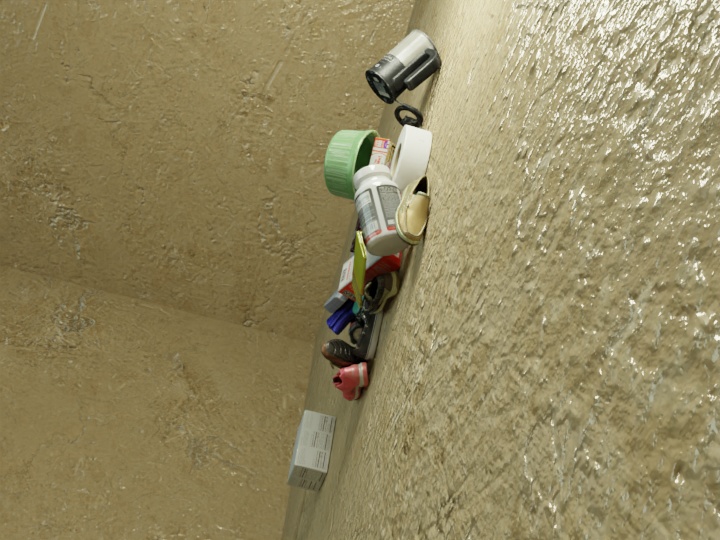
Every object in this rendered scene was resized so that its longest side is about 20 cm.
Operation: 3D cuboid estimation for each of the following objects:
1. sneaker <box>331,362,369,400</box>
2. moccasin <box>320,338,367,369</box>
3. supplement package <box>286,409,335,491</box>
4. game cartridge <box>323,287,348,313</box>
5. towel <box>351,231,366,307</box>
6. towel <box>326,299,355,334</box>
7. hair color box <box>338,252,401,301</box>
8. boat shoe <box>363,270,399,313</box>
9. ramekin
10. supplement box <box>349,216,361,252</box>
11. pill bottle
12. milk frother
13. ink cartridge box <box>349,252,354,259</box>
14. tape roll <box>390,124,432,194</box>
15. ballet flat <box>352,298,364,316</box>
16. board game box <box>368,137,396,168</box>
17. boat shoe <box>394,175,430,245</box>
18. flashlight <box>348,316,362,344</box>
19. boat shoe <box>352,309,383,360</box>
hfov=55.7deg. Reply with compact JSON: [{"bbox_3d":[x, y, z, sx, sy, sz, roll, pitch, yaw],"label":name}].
[{"bbox_3d":[-0.037,0.289,1.795,0.200,0.086,0.074,113,154,-60],"label":"sneaker"},{"bbox_3d":[-0.054,0.225,1.791,0.201,0.077,0.074,23,-136,-66],"label":"moccasin"},{"bbox_3d":[-0.162,0.593,2.240,0.156,0.110,0.201,110,172,-47],"label":"supplement package"},{"bbox_3d":[-0.049,0.064,1.990,0.133,0.042,0.200,-44,1,-17],"label":"game cartridge"},{"bbox_3d":[0.000,0.000,1.654,0.201,0.018,0.087,96,162,-52],"label":"towel"},{"bbox_3d":[-0.024,0.092,1.988,0.200,0.050,0.148,-48,10,-2],"label":"towel"},{"bbox_3d":[0.026,-0.013,1.779,0.200,0.061,0.102,-37,31,42],"label":"hair color box"},{"bbox_3d":[0.038,0.051,1.699,0.200,0.064,0.074,125,146,-58],"label":"boat shoe"},{"bbox_3d":[-0.020,-0.289,1.865,0.200,0.097,0.202,13,-90,-68],"label":"ramekin"},{"bbox_3d":[0.044,-0.143,2.038,0.061,0.108,0.202,142,141,-80],"label":"supplement box"},{"bbox_3d":[0.049,-0.146,1.640,0.116,0.115,0.202,115,146,-62],"label":"pill bottle"},{"bbox_3d":[0.148,-0.538,1.949,0.188,0.180,0.200,-42,-33,-10],"label":"milk frother"},{"bbox_3d":[-0.006,-0.001,2.352,0.136,0.076,0.202,-115,38,-80],"label":"ink cartridge box"},{"bbox_3d":[0.123,-0.271,1.763,0.202,0.070,0.204,-165,90,-85],"label":"tape roll"},{"bbox_3d":[0.035,0.034,1.884,0.074,0.074,0.202,-112,41,-81],"label":"ballet flat"},{"bbox_3d":[0.078,-0.271,1.919,0.200,0.046,0.153,20,-96,-68],"label":"board game box"},{"bbox_3d":[0.122,-0.141,1.496,0.076,0.071,0.201,-50,22,39],"label":"boat shoe"},{"bbox_3d":[0.002,0.155,1.970,0.068,0.068,0.200,-49,7,13],"label":"flashlight"},{"bbox_3d":[0.018,0.138,1.802,0.070,0.066,0.202,119,164,-67],"label":"boat shoe"}]
